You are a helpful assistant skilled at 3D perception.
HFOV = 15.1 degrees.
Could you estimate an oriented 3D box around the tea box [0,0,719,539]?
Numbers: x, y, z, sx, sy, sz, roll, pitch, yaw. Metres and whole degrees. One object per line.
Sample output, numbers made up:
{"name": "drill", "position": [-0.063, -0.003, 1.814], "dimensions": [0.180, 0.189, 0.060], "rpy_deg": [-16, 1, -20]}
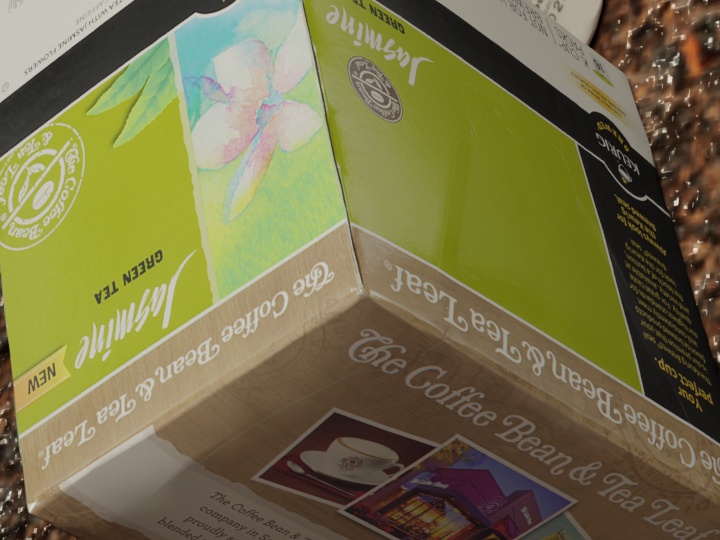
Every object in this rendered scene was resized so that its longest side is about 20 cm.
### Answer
{"name": "tea box", "position": [0.000, 0.000, 0.852], "dimensions": [0.134, 0.200, 0.197], "rpy_deg": [-34, 47, 25]}

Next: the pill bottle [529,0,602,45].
{"name": "pill bottle", "position": [-0.015, -0.129, 0.940], "dimensions": [0.114, 0.200, 0.114], "rpy_deg": [-23, 53, 33]}
